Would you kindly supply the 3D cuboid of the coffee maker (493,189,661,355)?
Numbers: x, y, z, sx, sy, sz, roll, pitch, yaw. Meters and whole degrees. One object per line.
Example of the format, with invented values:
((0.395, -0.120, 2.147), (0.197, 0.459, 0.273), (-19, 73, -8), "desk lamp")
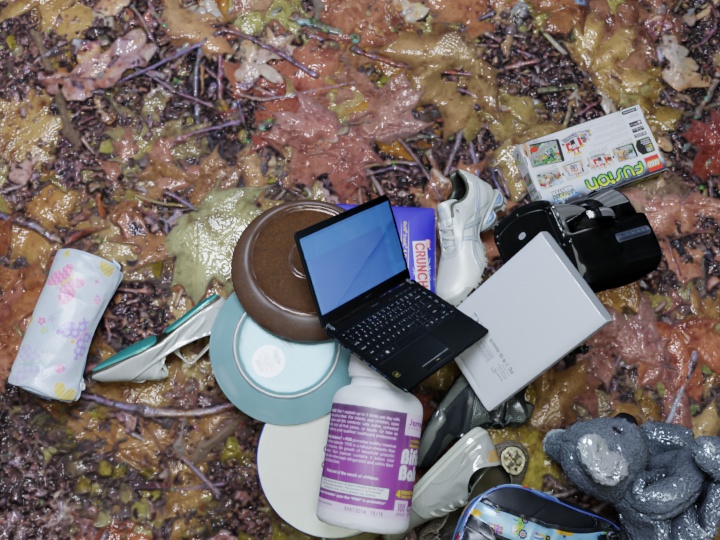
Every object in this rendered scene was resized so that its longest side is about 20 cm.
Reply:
((0.294, -0.005, 1.033), (0.200, 0.135, 0.192), (-11, 98, -41), "coffee maker")

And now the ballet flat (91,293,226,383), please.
((-0.255, 0.107, 1.034), (0.200, 0.069, 0.069), (-32, 83, -11), "ballet flat")

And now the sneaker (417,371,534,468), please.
((0.156, 0.199, 1.037), (0.114, 0.076, 0.199), (38, 73, 10), "sneaker")

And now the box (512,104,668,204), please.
((0.337, -0.162, 1.146), (0.200, 0.035, 0.110), (-19, 81, -8), "box")

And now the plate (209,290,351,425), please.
((-0.092, 0.094, 0.986), (0.200, 0.026, 0.201), (1, 77, -3), "plate")

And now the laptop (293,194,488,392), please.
((0.042, 0.019, 0.930), (0.200, 0.103, 0.177), (35, 40, 26), "laptop")

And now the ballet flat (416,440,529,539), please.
((0.152, 0.305, 1.030), (0.200, 0.046, 0.067), (-41, 85, -11), "ballet flat")

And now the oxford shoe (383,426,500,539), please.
((0.103, 0.285, 0.987), (0.200, 0.075, 0.058), (-49, 67, 14), "oxford shoe")

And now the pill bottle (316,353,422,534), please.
((0.015, 0.202, 0.926), (0.112, 0.112, 0.200), (9, 79, -3), "pill bottle")

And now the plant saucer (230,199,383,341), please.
((-0.064, -0.009, 0.990), (0.200, 0.034, 0.201), (3, 65, -7), "plant saucer")

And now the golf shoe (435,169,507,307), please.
((0.128, -0.047, 1.062), (0.097, 0.078, 0.200), (37, 57, -29), "golf shoe")

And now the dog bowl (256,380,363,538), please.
((-0.035, 0.242, 1.012), (0.200, 0.079, 0.200), (1, 78, -4), "dog bowl")

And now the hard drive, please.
((0.195, 0.066, 0.964), (0.027, 0.200, 0.132), (-5, 56, -49), "hard drive")

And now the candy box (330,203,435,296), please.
((0.000, 0.000, 1.065), (0.200, 0.077, 0.169), (3, 77, -3), "candy box")

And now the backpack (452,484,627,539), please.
((0.197, 0.358, 0.965), (0.200, 0.135, 0.183), (24, 79, -9), "backpack")

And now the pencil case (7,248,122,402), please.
((-0.383, 0.071, 1.017), (0.091, 0.083, 0.200), (15, 77, 0), "pencil case")

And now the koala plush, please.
((0.340, 0.258, 0.989), (0.200, 0.177, 0.184), (26, 84, -5), "koala plush")
